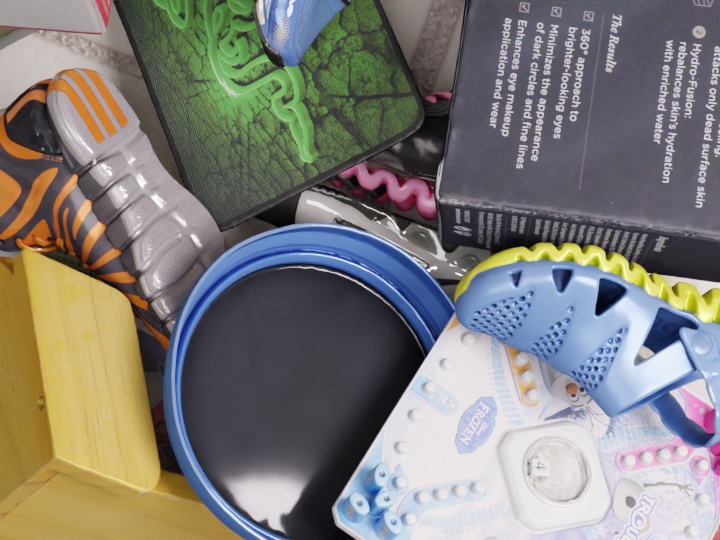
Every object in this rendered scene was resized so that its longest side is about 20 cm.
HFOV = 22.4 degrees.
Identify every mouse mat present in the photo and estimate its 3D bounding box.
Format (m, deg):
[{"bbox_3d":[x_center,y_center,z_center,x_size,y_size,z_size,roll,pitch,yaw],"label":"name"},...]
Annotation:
[{"bbox_3d":[-0.062,-0.142,1.120,0.160,0.008,0.201,-26,75,14],"label":"mouse mat"}]

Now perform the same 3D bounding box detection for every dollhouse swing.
[{"bbox_3d":[-0.161,0.104,1.128,0.200,0.175,0.183,-38,57,47],"label":"dollhouse swing"}]

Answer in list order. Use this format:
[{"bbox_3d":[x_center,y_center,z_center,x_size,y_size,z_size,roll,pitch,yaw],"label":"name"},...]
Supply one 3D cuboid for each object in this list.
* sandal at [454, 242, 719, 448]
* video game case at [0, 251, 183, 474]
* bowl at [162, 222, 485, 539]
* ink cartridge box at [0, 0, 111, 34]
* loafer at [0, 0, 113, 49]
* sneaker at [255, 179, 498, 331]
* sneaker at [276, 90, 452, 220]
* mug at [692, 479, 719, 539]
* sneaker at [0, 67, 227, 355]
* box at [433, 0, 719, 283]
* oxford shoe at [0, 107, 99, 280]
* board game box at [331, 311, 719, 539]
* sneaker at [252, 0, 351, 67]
[{"bbox_3d":[0.148,0.044,1.036,0.198,0.080,0.088,14,63,-8],"label":"sandal"},{"bbox_3d":[-0.171,0.103,1.185,0.181,0.023,0.201,25,124,12],"label":"video game case"},{"bbox_3d":[-0.023,0.073,1.062,0.199,0.039,0.203,8,71,-23],"label":"bowl"},{"bbox_3d":[-0.209,-0.251,1.066,0.144,0.083,0.202,5,73,6],"label":"ink cartridge box"},{"bbox_3d":[-0.201,-0.189,1.127,0.199,0.070,0.076,-31,85,13],"label":"loafer"},{"bbox_3d":[0.000,0.000,1.148,0.198,0.074,0.089,22,92,2],"label":"sneaker"},{"bbox_3d":[0.046,-0.081,1.139,0.198,0.079,0.096,19,87,0],"label":"sneaker"},{"bbox_3d":[0.130,0.148,1.131,0.198,0.178,0.135,19,99,7],"label":"mug"},{"bbox_3d":[-0.157,-0.019,1.108,0.112,0.077,0.201,-25,96,36],"label":"sneaker"},{"bbox_3d":[0.153,-0.107,1.048,0.198,0.117,0.199,8,79,6],"label":"box"},{"bbox_3d":[-0.176,-0.019,1.178,0.075,0.058,0.201,-28,94,24],"label":"oxford shoe"},{"bbox_3d":[0.115,0.116,1.052,0.199,0.026,0.201,34,62,1],"label":"board game box"},{"bbox_3d":[0.010,-0.200,1.064,0.089,0.079,0.201,33,83,14],"label":"sneaker"}]
